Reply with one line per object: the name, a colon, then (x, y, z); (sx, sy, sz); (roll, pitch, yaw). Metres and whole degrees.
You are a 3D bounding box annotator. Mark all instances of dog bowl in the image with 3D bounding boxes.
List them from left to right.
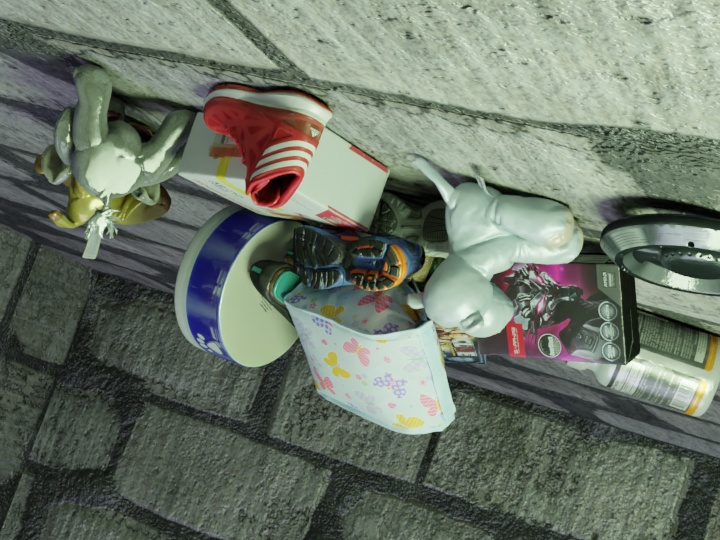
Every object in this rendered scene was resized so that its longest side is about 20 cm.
dog bowl: (-0.141, 0.019, 1.659); (0.079, 0.201, 0.200); (20, 173, 33)

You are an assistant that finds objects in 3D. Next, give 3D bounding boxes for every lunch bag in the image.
lunch bag: (0.028, 0.092, 1.553); (0.200, 0.127, 0.170); (22, 143, 42)

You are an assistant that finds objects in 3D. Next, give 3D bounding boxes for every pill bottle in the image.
pill bottle: (0.393, 0.118, 1.790); (0.199, 0.117, 0.116); (19, 171, 7)

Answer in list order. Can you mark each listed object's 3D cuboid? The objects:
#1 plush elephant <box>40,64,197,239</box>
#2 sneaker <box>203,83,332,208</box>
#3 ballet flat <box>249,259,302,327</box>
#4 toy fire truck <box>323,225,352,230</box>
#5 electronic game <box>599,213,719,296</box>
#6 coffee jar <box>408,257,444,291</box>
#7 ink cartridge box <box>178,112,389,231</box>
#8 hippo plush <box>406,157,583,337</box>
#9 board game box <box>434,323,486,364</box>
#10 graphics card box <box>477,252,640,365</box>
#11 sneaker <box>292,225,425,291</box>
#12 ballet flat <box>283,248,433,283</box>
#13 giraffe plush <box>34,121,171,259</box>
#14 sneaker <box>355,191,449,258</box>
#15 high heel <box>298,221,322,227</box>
plush elephant: (-0.307, -0.148, 1.593); (0.164, 0.201, 0.155); (15, -168, -25)
sneaker: (-0.120, -0.130, 1.373); (0.078, 0.116, 0.200); (26, 168, -34)
ballet flat: (-0.073, 0.040, 1.628); (0.068, 0.068, 0.200); (23, 163, 41)
toy fire truck: (-0.006, 0.011, 1.818); (0.199, 0.177, 0.129); (5, 180, 7)
electronic game: (0.342, -0.016, 1.306); (0.199, 0.042, 0.200); (12, 167, 3)
coffee jar: (0.152, 0.002, 1.699); (0.199, 0.086, 0.104); (11, 176, 41)
ink cartridge box: (-0.091, -0.116, 1.507); (0.200, 0.084, 0.145); (11, 169, 43)
hippo plush: (0.145, -0.004, 1.418); (0.159, 0.161, 0.200); (13, 170, 36)
board game box: (0.098, 0.081, 1.722); (0.135, 0.035, 0.200); (1, 161, 9)
graphics card box: (0.230, 0.042, 1.543); (0.199, 0.126, 0.051); (3, -163, 32)
sneaker: (-0.006, -0.013, 1.512); (0.078, 0.076, 0.200); (-9, -164, -44)
ballet flat: (0.000, 0.000, 1.649); (0.199, 0.066, 0.071); (-3, -161, -15)
giraffe plush: (-0.362, -0.142, 1.795); (0.172, 0.200, 0.162); (23, -160, -42)
sneaker: (0.079, -0.045, 1.613); (0.200, 0.078, 0.099); (13, 174, 45)
high heel: (-0.118, -0.099, 1.703); (0.142, 0.072, 0.200); (15, -178, -14)
